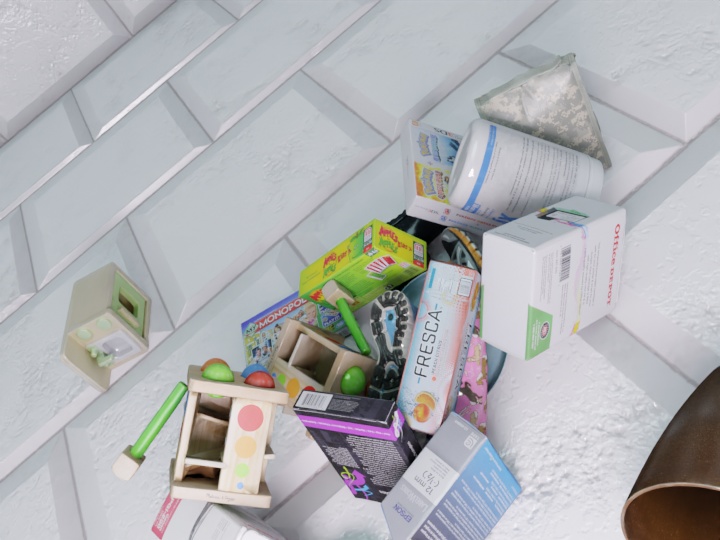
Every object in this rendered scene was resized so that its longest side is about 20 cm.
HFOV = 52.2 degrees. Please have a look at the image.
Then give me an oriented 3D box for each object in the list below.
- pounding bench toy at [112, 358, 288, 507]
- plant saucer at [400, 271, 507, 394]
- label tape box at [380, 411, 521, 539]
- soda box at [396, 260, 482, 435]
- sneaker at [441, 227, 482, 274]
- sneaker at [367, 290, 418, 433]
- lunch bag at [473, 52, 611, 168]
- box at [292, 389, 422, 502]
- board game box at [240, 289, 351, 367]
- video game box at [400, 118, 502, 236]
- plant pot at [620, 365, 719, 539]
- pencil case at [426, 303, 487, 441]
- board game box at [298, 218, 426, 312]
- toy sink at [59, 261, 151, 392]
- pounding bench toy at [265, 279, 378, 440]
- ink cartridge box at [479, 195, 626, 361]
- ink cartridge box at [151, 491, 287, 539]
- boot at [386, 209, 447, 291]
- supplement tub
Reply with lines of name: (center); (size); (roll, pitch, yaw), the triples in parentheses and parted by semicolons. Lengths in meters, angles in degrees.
pounding bench toy: (-0.205, 0.194, 0.939); (0.124, 0.195, 0.161); (-175, 95, -75)
plant saucer: (0.122, 0.099, 1.041); (0.196, 0.027, 0.206); (-7, 78, 33)
label tape box: (0.090, 0.289, 0.859); (0.200, 0.144, 0.066); (-47, 43, -11)
soda box: (0.098, 0.095, 0.906); (0.062, 0.068, 0.205); (12, 83, 21)
sneaker: (0.166, 0.017, 1.085); (0.077, 0.078, 0.202); (-39, 53, 13)
sneaker: (0.063, 0.134, 1.003); (0.077, 0.089, 0.206); (-4, 77, 32)
lunch bag: (0.280, -0.231, 1.145); (0.161, 0.201, 0.120); (-21, 44, 18)
box: (0.016, 0.230, 0.923); (0.140, 0.202, 0.036); (1, 43, 35)
board game box: (-0.111, 0.099, 1.259); (0.197, 0.029, 0.136); (-30, 43, 10)
video game box: (0.155, -0.147, 1.185); (0.203, 0.177, 0.047); (-91, 20, -44)
plant pot: (0.377, 0.196, 0.735); (0.183, 0.190, 0.201); (2, 40, 36)
pencil case: (0.125, 0.125, 0.972); (0.084, 0.083, 0.206); (2, 81, 4)
board game box: (0.000, 0.000, 1.117); (0.199, 0.100, 0.049); (-33, 46, 45)
toy sink: (-0.492, 0.109, 1.443); (0.110, 0.131, 0.203); (-24, 42, 13)
pounding bench toy: (-0.029, 0.130, 1.054); (0.154, 0.123, 0.204); (22, 89, 44)
ink cartridge box: (0.247, 0.004, 0.940); (0.197, 0.149, 0.083); (-21, 30, -36)
ink cartridge box: (-0.162, 0.358, 0.947); (0.198, 0.145, 0.086); (6, 62, 53)
boot: (0.104, -0.030, 1.185); (0.197, 0.077, 0.170); (-32, 43, 6)
supplement tub: (0.235, -0.129, 1.069); (0.195, 0.133, 0.134); (18, 55, -3)
